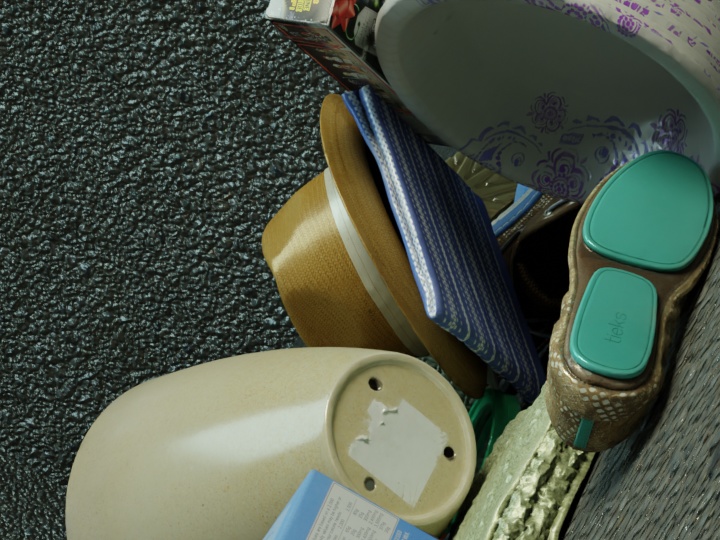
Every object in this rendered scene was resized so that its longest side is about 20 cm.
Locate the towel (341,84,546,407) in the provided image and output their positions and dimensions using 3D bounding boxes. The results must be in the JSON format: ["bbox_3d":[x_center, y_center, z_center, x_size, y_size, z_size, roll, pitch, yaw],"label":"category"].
[{"bbox_3d":[0.048,-0.008,1.641,0.024,0.145,0.200,-25,-24,12],"label":"towel"}]

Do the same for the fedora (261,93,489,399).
[{"bbox_3d":[0.000,0.000,1.660,0.082,0.201,0.201,-27,10,9],"label":"fedora"}]

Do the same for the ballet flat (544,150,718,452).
[{"bbox_3d":[0.125,0.016,1.445,0.200,0.070,0.065,-59,-13,-51],"label":"ballet flat"}]

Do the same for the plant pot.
[{"bbox_3d":[-0.029,0.117,1.597,0.200,0.187,0.188,-30,27,52],"label":"plant pot"}]

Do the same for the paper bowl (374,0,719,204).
[{"bbox_3d":[0.116,-0.126,1.531,0.105,0.200,0.201,-66,6,-23],"label":"paper bowl"}]

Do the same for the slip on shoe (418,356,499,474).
[{"bbox_3d":[0.032,0.029,1.787,0.074,0.200,0.061,-25,-2,12],"label":"slip on shoe"}]

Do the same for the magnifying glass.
[{"bbox_3d":[0.053,0.135,1.742,0.200,0.022,0.080,123,161,-56],"label":"magnifying glass"}]

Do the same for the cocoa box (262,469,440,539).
[{"bbox_3d":[-0.026,0.218,1.372,0.200,0.131,0.134,-57,5,42],"label":"cocoa box"}]

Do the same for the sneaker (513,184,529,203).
[{"bbox_3d":[0.146,-0.073,1.805,0.200,0.066,0.078,-58,4,23],"label":"sneaker"}]

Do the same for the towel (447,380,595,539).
[{"bbox_3d":[0.070,0.131,1.503,0.200,0.036,0.148,-63,3,-33],"label":"towel"}]

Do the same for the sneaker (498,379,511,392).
[{"bbox_3d":[0.045,0.071,1.872,0.200,0.091,0.076,-60,2,-23],"label":"sneaker"}]

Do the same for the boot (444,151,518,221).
[{"bbox_3d":[0.047,0.006,1.941,0.175,0.066,0.200,-27,-24,-21],"label":"boot"}]

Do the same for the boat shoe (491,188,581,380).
[{"bbox_3d":[0.105,0.000,1.761,0.072,0.072,0.200,-77,12,-52],"label":"boat shoe"}]

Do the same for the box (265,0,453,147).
[{"bbox_3d":[0.020,-0.162,1.602,0.200,0.040,0.137,36,-113,-63],"label":"box"}]
